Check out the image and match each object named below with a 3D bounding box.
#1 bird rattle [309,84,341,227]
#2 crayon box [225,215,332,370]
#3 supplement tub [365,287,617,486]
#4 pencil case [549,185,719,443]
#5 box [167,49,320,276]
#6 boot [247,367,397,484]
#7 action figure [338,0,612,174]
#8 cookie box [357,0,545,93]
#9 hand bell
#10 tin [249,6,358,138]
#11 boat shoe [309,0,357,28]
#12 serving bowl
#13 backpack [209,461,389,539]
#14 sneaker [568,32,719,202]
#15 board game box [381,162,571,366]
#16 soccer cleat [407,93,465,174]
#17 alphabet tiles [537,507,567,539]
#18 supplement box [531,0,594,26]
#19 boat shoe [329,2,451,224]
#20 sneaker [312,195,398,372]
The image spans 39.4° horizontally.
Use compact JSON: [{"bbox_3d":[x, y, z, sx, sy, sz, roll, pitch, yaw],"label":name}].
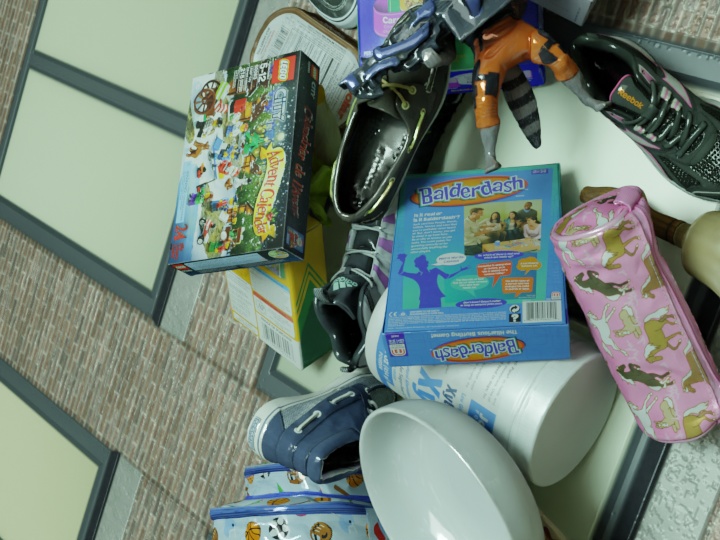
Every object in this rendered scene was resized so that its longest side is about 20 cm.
[{"bbox_3d":[-0.071,-0.137,1.072,0.199,0.112,0.165,23,137,43],"label":"bird rattle"},{"bbox_3d":[-0.092,-0.009,1.060,0.125,0.051,0.202,32,141,37],"label":"crayon box"},{"bbox_3d":[0.112,0.086,0.898,0.199,0.131,0.134,31,104,38],"label":"supplement tub"},{"bbox_3d":[0.222,0.034,0.793,0.086,0.083,0.202,-27,101,11],"label":"pencil case"},{"bbox_3d":[-0.111,-0.102,0.968,0.135,0.038,0.203,-8,68,30],"label":"box"},{"bbox_3d":[-0.008,0.150,0.948,0.090,0.199,0.074,22,113,35],"label":"boot"},{"bbox_3d":[0.086,-0.179,0.836,0.198,0.105,0.195,-29,89,12],"label":"action figure"},{"bbox_3d":[0.084,-0.274,0.942,0.168,0.075,0.203,-3,83,13],"label":"cookie box"},{"bbox_3d":[0.257,-0.034,0.836,0.199,0.103,0.105,32,105,48],"label":"hand bell"},{"bbox_3d":[-0.053,-0.219,1.127,0.200,0.042,0.113,41,114,34],"label":"tin"},{"bbox_3d":[-0.057,-0.354,1.123,0.073,0.068,0.201,-39,63,29],"label":"boat shoe"},{"bbox_3d":[0.084,0.191,0.835,0.199,0.065,0.202,37,141,37],"label":"serving bowl"},{"bbox_3d":[-0.050,0.258,0.972,0.198,0.189,0.156,-21,72,36],"label":"backpack"},{"bbox_3d":[0.243,-0.131,0.843,0.200,0.086,0.081,45,114,32],"label":"sneaker"},{"bbox_3d":[0.102,-0.009,0.869,0.150,0.045,0.202,-3,44,12],"label":"board game box"},{"bbox_3d":[0.080,-0.187,1.000,0.080,0.067,0.203,11,92,26],"label":"soccer cleat"},{"bbox_3d":[0.117,0.234,0.888,0.200,0.007,0.168,46,147,28],"label":"alphabet tiles"},{"bbox_3d":[0.194,-0.328,0.863,0.108,0.061,0.202,27,85,7],"label":"supplement box"},{"bbox_3d":[0.028,-0.136,0.883,0.071,0.061,0.204,21,102,10],"label":"boat shoe"},{"bbox_3d":[0.000,0.000,0.972,0.077,0.139,0.203,-5,92,39],"label":"sneaker"}]
